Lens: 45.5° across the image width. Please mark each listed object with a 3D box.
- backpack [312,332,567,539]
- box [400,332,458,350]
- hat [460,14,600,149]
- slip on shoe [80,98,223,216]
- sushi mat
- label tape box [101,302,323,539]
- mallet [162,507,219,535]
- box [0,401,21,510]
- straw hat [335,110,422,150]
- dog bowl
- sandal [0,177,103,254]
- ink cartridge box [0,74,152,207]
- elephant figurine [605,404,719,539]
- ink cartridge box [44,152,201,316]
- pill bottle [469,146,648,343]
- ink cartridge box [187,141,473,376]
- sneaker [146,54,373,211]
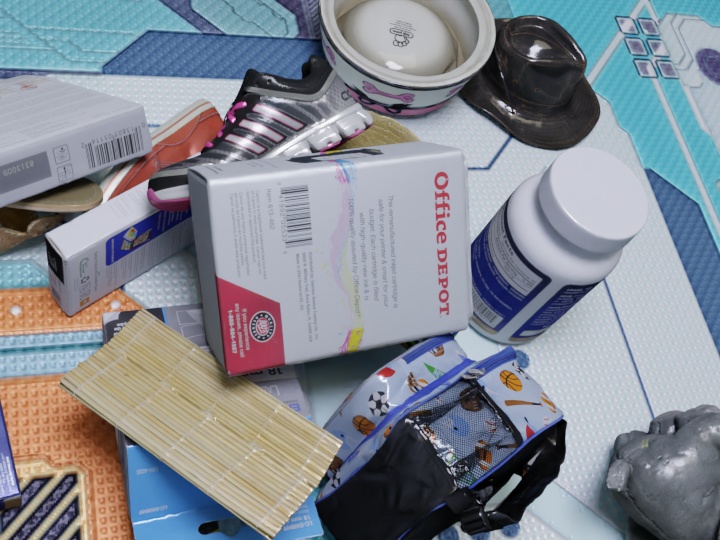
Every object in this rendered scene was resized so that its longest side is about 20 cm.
[{"bbox_3d":[0.065,0.143,0.699,0.190,0.200,0.155,-15,68,-40],"label":"backpack"},{"bbox_3d":[0.000,0.000,0.763,0.200,0.070,0.064,37,88,-21],"label":"box"},{"bbox_3d":[0.212,-0.247,1.018,0.199,0.081,0.202,9,59,-16],"label":"hat"},{"bbox_3d":[-0.187,-0.084,0.794,0.061,0.074,0.200,43,54,-3],"label":"slip on shoe"},{"bbox_3d":[-0.116,0.107,0.630,0.199,0.012,0.096,31,44,14],"label":"sushi mat"},{"bbox_3d":[-0.117,0.117,0.676,0.143,0.064,0.201,-6,46,-22],"label":"label tape box"},{"bbox_3d":[-0.101,0.253,0.658,0.065,0.041,0.201,-15,72,-28],"label":"mallet"},{"bbox_3d":[-0.363,0.140,0.626,0.199,0.032,0.122,-11,66,-26],"label":"box"},{"bbox_3d":[-0.026,-0.064,0.823,0.199,0.085,0.203,-4,106,-13],"label":"straw hat"},{"bbox_3d":[0.046,-0.261,0.960,0.198,0.074,0.202,5,62,-10],"label":"dog bowl"},{"bbox_3d":[-0.317,-0.050,0.736,0.210,0.070,0.078,10,26,7],"label":"sandal"},{"bbox_3d":[-0.304,-0.117,0.740,0.199,0.048,0.160,19,36,37],"label":"ink cartridge box"},{"bbox_3d":[0.311,0.234,0.769,0.154,0.142,0.201,-23,86,1],"label":"elephant figurine"},{"bbox_3d":[-0.180,-0.042,0.755,0.199,0.095,0.037,-33,73,-31],"label":"ink cartridge box"},{"bbox_3d":[0.174,-0.020,0.807,0.115,0.200,0.117,9,60,-15],"label":"pill bottle"},{"bbox_3d":[-0.022,-0.015,0.665,0.199,0.083,0.147,-9,105,-20],"label":"ink cartridge box"},{"bbox_3d":[-0.092,-0.116,0.709,0.199,0.074,0.088,-27,94,-14],"label":"sneaker"}]
